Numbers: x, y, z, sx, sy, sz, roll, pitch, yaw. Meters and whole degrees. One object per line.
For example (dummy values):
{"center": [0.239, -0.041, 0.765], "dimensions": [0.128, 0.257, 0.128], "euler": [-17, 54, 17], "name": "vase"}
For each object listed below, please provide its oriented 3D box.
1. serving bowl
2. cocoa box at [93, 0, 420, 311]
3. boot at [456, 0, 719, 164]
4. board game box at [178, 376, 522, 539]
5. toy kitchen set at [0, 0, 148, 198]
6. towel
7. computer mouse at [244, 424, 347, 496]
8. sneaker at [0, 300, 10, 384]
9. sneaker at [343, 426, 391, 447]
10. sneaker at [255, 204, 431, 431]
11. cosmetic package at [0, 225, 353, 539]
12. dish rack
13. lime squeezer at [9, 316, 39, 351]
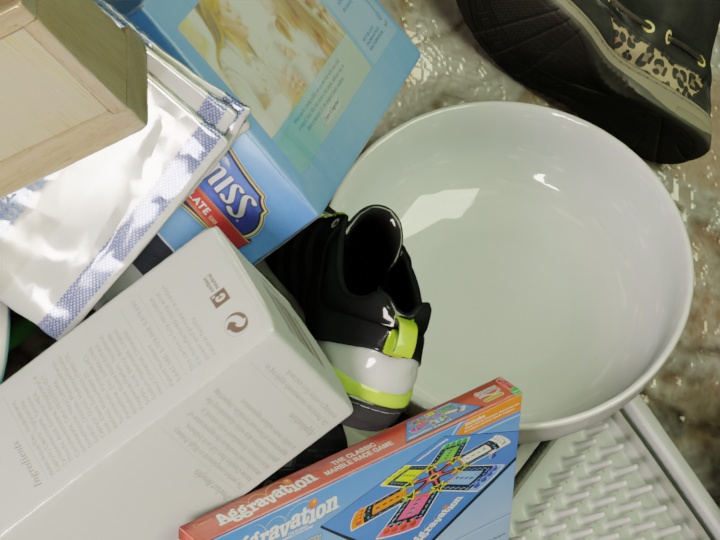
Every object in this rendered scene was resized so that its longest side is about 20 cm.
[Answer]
{"center": [0.075, 0.010, 1.465], "dimensions": [0.199, 0.066, 0.201], "euler": [2, 60, -4], "name": "serving bowl"}
{"center": [-0.077, -0.084, 1.334], "dimensions": [0.134, 0.131, 0.200], "euler": [50, 29, -11], "name": "cocoa box"}
{"center": [0.146, -0.172, 1.604], "dimensions": [0.200, 0.073, 0.151], "euler": [34, 58, -26], "name": "boot"}
{"center": [-0.004, 0.130, 1.310], "dimensions": [0.199, 0.019, 0.103], "euler": [-22, 131, -34], "name": "board game box"}
{"center": [-0.158, -0.094, 1.100], "dimensions": [0.163, 0.180, 0.201], "euler": [44, 31, -43], "name": "toy kitchen set"}
{"center": [-0.166, -0.077, 1.219], "dimensions": [0.200, 0.147, 0.024], "euler": [38, 18, -7], "name": "towel"}
{"center": [-0.080, 0.154, 1.309], "dimensions": [0.140, 0.046, 0.201], "euler": [-5, 111, -38], "name": "computer mouse"}
{"center": [-0.239, -0.017, 1.271], "dimensions": [0.130, 0.079, 0.201], "euler": [6, 61, -36], "name": "sneaker"}
{"center": [-0.031, 0.111, 1.376], "dimensions": [0.199, 0.076, 0.088], "euler": [23, 64, -26], "name": "sneaker"}
{"center": [0.000, 0.000, 1.343], "dimensions": [0.071, 0.083, 0.200], "euler": [16, 25, -24], "name": "sneaker"}
{"center": [-0.112, 0.080, 1.239], "dimensions": [0.074, 0.200, 0.102], "euler": [57, 4, 34], "name": "cosmetic package"}
{"center": [0.136, 0.168, 1.483], "dimensions": [0.200, 0.043, 0.172], "euler": [55, 46, -13], "name": "dish rack"}
{"center": [-0.113, 0.023, 1.372], "dimensions": [0.199, 0.038, 0.071], "euler": [3, 72, -36], "name": "lime squeezer"}
